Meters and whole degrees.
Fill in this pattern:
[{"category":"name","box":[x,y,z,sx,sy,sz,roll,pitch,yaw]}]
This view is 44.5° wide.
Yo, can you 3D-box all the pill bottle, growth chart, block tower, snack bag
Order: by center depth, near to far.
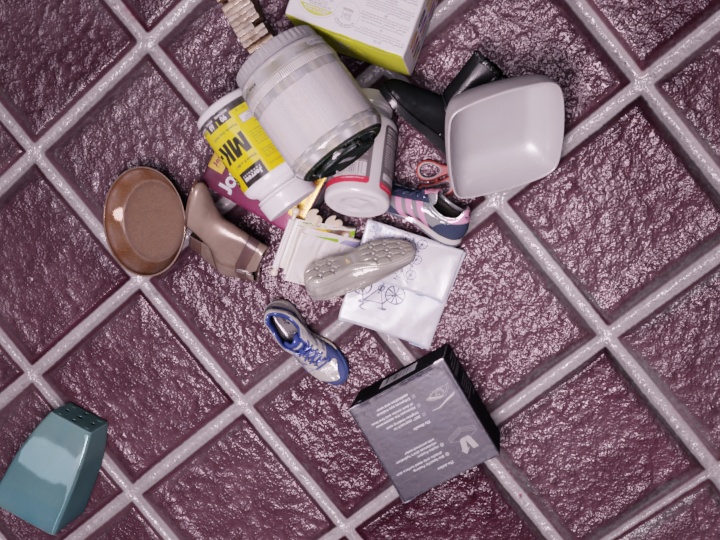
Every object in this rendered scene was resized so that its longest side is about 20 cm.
[{"category":"pill bottle","box":[-0.166,-0.189,1.438,0.114,0.114,0.200,-35,91,14]},{"category":"pill bottle","box":[0.005,-0.200,1.482,0.110,0.111,0.201,4,70,9]},{"category":"block tower","box":[-0.219,-0.478,1.532,0.058,0.054,0.200,-31,94,12]},{"category":"growth chart","box":[-0.064,-0.027,1.543,0.200,0.018,0.145,20,102,-38]},{"category":"snack bag","box":[0.068,0.028,1.571,0.188,0.021,0.201,19,103,-6]}]

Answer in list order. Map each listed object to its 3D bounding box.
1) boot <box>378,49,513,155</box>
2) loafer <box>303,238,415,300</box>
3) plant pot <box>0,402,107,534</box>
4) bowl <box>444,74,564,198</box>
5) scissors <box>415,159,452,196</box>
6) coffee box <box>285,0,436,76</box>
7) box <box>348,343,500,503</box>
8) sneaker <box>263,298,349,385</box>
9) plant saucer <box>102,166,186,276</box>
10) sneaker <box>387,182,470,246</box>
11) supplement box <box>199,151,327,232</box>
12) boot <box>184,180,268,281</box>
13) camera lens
[{"category":"boot","box":[0.150,-0.297,1.465,0.198,0.073,0.162,35,113,-26]},{"category":"loafer","box":[0.000,0.000,1.524,0.199,0.070,0.070,-16,138,-3]},{"category":"plant pot","box":[-0.581,0.371,1.703,0.141,0.141,0.201,27,96,4]},{"category":"bowl","box":[0.227,-0.228,1.438,0.199,0.075,0.200,-15,137,-5]},{"category":"scissors","box":[0.190,-0.176,1.538,0.199,0.014,0.073,-14,95,11]},{"category":"coffee box","box":[0.017,-0.448,1.413,0.199,0.200,0.198,21,96,5]},{"category":"box","box":[0.118,0.271,1.574,0.196,0.117,0.200,-30,93,13]},{"category":"sneaker","box":[-0.106,0.142,1.605,0.200,0.088,0.075,43,102,-1]},{"category":"plant saucer","box":[-0.388,-0.090,1.614,0.200,0.037,0.201,4,97,28]},{"category":"sneaker","box":[0.101,-0.124,1.517,0.200,0.070,0.082,29,132,6]},{"category":"supplement box","box":[-0.157,-0.166,1.551,0.200,0.103,0.131,29,104,4]},{"category":"boot","box":[-0.233,-0.063,1.558,0.146,0.070,0.200,24,146,7]},{"category":"camera lens","box":[-0.076,-0.250,1.351,0.160,0.160,0.200,-36,86,14]}]
